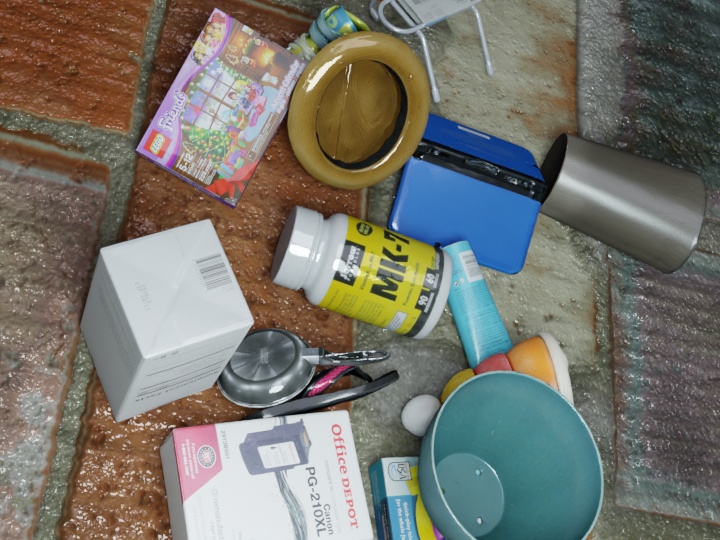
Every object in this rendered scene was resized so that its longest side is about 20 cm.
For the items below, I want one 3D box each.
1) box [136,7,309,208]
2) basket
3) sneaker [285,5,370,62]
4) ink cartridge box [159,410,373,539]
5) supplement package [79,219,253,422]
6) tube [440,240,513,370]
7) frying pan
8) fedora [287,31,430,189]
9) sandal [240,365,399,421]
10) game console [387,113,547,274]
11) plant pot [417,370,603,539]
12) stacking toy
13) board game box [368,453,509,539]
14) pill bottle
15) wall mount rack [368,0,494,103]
[{"bbox_3d":[-0.165,-0.196,1.275,0.136,0.039,0.202,28,83,-7],"label":"box"},{"bbox_3d":[0.348,-0.102,1.436,0.198,0.137,0.181,21,32,-6],"label":"basket"},{"bbox_3d":[-0.074,-0.282,1.342,0.198,0.131,0.080,-17,65,-29],"label":"sneaker"},{"bbox_3d":[-0.100,0.236,1.112,0.198,0.084,0.146,-3,68,-24],"label":"ink cartridge box"},{"bbox_3d":[-0.206,0.055,1.086,0.119,0.200,0.122,-18,73,-28],"label":"supplement package"},{"bbox_3d":[0.149,0.063,1.324,0.077,0.050,0.202,-17,79,-16],"label":"tube"},{"bbox_3d":[-0.072,0.110,1.163,0.188,0.031,0.115,7,44,20],"label":"frying pan"},{"bbox_3d":[-0.009,-0.206,1.321,0.198,0.203,0.082,4,23,-21],"label":"fedora"},{"bbox_3d":[-0.044,0.133,1.191,0.198,0.075,0.046,-12,79,-24],"label":"sandal"},{"bbox_3d":[0.138,-0.110,1.418,0.198,0.119,0.171,18,29,-14],"label":"game console"},{"bbox_3d":[0.141,0.227,1.131,0.198,0.135,0.202,10,61,-18],"label":"plant pot"},{"bbox_3d":[0.145,0.155,1.242,0.197,0.146,0.148,-7,67,-3],"label":"stacking toy"},{"bbox_3d":[0.117,0.290,1.199,0.198,0.047,0.153,1,66,-22],"label":"board game box"},{"bbox_3d":[0.000,0.000,1.251,0.198,0.114,0.115,18,60,-13],"label":"pill bottle"},{"bbox_3d":[0.111,-0.344,1.492,0.199,0.075,0.174,-30,76,-31],"label":"wall mount rack"}]
